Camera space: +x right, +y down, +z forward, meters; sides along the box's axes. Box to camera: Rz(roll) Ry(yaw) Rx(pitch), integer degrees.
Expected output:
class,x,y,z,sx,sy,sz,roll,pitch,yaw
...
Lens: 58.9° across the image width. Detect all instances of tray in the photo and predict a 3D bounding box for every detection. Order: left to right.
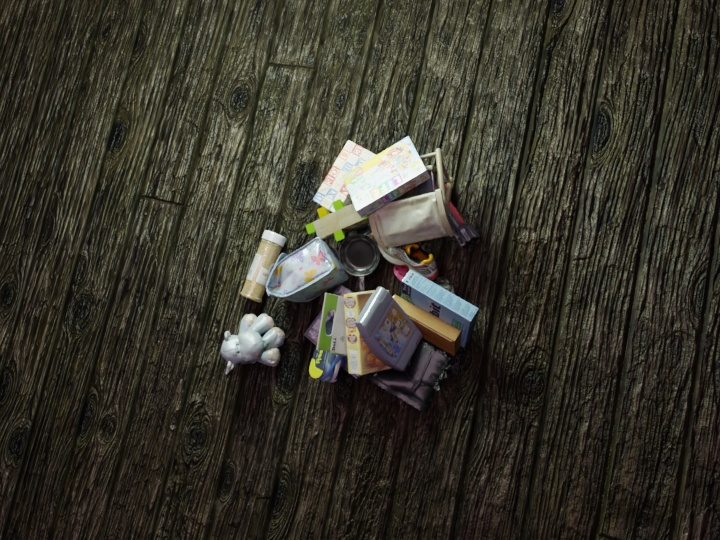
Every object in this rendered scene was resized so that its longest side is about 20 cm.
class,x,y,z,sx,sy,sz,roll,pitch,yaw
tray,0.166,0.144,1.662,0.199,0.099,0.037,30,68,22

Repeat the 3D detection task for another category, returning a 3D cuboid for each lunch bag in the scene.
class,x,y,z,sx,sy,sz,roll,pitch,yaw
lunch bag,-0.154,0.010,1.745,0.199,0.170,0.128,-32,75,8

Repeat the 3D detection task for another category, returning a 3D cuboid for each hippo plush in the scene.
class,x,y,z,sx,sy,sz,roll,pitch,yaw
hippo plush,-0.321,0.193,1.760,0.197,0.161,0.161,-10,78,13

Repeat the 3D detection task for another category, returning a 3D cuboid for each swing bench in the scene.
class,x,y,z,sx,sy,sz,roll,pitch,yaw
swing bench,0.129,-0.178,1.629,0.197,0.130,0.202,-12,51,22

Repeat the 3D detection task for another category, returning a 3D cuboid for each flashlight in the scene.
class,x,y,z,sx,sy,sz,roll,pitch,yaw
flashlight,0.250,-0.163,1.727,0.068,0.068,0.201,-40,75,31

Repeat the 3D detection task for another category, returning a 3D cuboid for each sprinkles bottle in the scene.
class,x,y,z,sx,sy,sz,roll,pitch,yaw
sprinkles bottle,-0.280,-0.012,1.836,0.068,0.068,0.202,20,86,17

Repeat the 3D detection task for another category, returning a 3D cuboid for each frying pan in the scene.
class,x,y,z,sx,sy,sz,roll,pitch,yaw
frying pan,0.014,-0.009,1.737,0.114,0.031,0.192,-26,94,15

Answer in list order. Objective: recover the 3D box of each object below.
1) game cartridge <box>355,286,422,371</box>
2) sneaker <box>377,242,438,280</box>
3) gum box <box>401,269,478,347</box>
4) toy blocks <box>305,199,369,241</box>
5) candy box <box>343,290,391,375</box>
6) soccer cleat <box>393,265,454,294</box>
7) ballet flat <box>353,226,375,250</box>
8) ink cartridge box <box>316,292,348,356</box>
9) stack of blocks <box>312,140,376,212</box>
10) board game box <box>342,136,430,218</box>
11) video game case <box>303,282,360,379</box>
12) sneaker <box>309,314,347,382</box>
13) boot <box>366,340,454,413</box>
class,x,y,z,sx,sy,sz,roll,pitch,yaw
game cartridge,0.073,0.156,1.600,0.041,0.200,0.134,-6,45,45
sneaker,0.125,-0.054,1.680,0.199,0.083,0.078,31,62,30
gum box,0.198,0.100,1.633,0.199,0.170,0.045,31,67,18
toy blocks,-0.030,-0.138,1.743,0.198,0.136,0.101,-22,85,26
candy box,0.022,0.154,1.614,0.055,0.115,0.203,-1,93,48
soccer cleat,0.168,0.042,1.708,0.070,0.087,0.199,-41,47,-23
ballet flat,0.064,-0.113,1.772,0.199,0.076,0.064,-37,104,10
ink cartridge box,-0.043,0.144,1.645,0.075,0.199,0.150,-2,76,50
stack of blocks,-0.032,-0.252,1.817,0.114,0.059,0.201,31,89,18
board game box,0.062,-0.235,1.601,0.199,0.034,0.135,-30,52,10
video game case,-0.030,0.166,1.759,0.199,0.025,0.182,37,91,18
sneaker,-0.070,0.207,1.716,0.074,0.082,0.202,-2,59,49
boot,0.134,0.259,1.674,0.197,0.073,0.164,27,87,15
